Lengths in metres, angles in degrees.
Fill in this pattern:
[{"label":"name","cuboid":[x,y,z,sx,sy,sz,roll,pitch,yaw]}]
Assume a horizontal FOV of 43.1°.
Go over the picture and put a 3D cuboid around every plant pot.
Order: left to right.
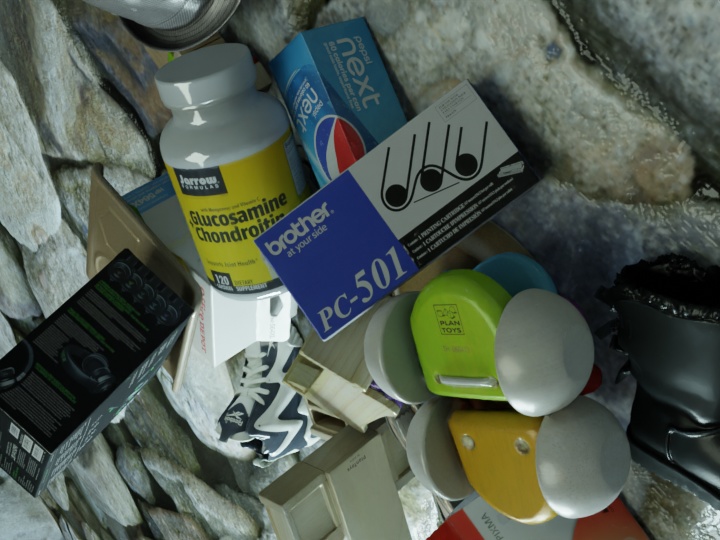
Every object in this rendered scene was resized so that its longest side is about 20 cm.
[{"label":"plant pot","cuboid":[0.094,0.040,0.809,0.199,0.027,0.201,31,138,33]}]

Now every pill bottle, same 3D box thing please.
[{"label":"pill bottle","cuboid":[-0.105,-0.083,0.780,0.112,0.112,0.201,18,134,43]}]

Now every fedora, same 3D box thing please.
[{"label":"fedora","cuboid":[-0.194,-0.286,0.804,0.199,0.090,0.179,14,105,42]}]

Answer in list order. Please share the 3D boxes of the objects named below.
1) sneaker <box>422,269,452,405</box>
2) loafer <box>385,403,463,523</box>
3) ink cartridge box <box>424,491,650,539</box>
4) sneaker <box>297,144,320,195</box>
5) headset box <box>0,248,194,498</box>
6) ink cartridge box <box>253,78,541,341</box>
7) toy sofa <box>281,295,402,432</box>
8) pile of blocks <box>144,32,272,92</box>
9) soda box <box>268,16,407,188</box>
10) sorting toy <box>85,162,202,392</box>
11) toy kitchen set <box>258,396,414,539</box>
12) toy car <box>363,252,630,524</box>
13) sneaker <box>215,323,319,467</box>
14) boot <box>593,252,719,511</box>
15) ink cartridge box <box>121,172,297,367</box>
[{"label":"sneaker","cuboid":[0.092,0.086,0.780,0.082,0.071,0.201,6,122,26]},{"label":"loafer","cuboid":[0.082,0.176,0.879,0.201,0.072,0.063,64,171,-8]},{"label":"ink cartridge box","cuboid":[0.146,0.246,0.754,0.163,0.199,0.050,54,146,4]},{"label":"sneaker","cuboid":[-0.095,-0.087,0.894,0.199,0.085,0.077,34,140,29]},{"label":"headset box","cuboid":[-0.263,0.095,0.869,0.093,0.200,0.174,42,147,0]},{"label":"ink cartridge box","cuboid":[0.027,-0.044,0.688,0.094,0.199,0.044,54,-175,3]},{"label":"toy sofa","cuboid":[-0.004,0.080,0.825,0.097,0.083,0.200,31,163,0]},{"label":"pile of blocks","cuboid":[-0.139,-0.194,0.891,0.200,0.062,0.082,44,155,32]},{"label":"soda box","cuboid":[0.001,-0.099,0.755,0.064,0.068,0.201,-25,88,56]},{"label":"sorting toy","cuboid":[-0.229,0.009,0.965,0.200,0.036,0.186,50,145,18]},{"label":"toy kitchen set","cuboid":[-0.035,0.231,0.970,0.180,0.199,0.164,9,123,48]},{"label":"toy car","cuboid":[0.114,0.077,0.673,0.174,0.150,0.201,-4,116,47]},{"label":"sneaker","cuboid":[-0.125,0.141,1.075,0.079,0.129,0.201,7,122,48]},{"label":"boot","cuboid":[0.251,0.082,0.607,0.198,0.073,0.164,22,134,46]},{"label":"ink cartridge box","cuboid":[-0.161,-0.006,1.006,0.200,0.125,0.129,36,141,29]}]
